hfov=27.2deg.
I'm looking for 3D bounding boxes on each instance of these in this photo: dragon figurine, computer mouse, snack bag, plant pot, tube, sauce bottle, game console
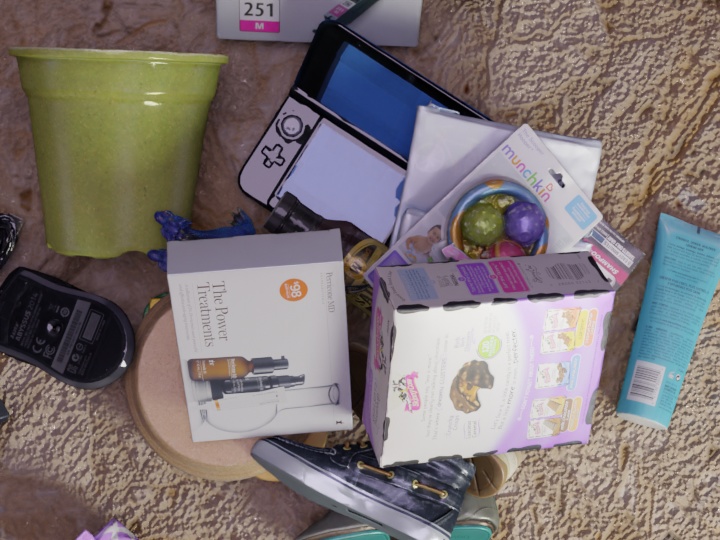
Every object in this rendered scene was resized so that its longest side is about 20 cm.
[{"bbox_3d":[-0.095,0.001,1.334,0.199,0.100,0.059,29,120,1],"label":"dragon figurine"},{"bbox_3d":[-0.293,0.044,1.415,0.199,0.053,0.139,26,88,15],"label":"computer mouse"},{"bbox_3d":[0.123,-0.039,1.352,0.187,0.021,0.202,10,98,-10],"label":"snack bag"},{"bbox_3d":[-0.222,-0.109,1.371,0.198,0.200,0.186,1,98,-1],"label":"plant pot"},{"bbox_3d":[0.297,0.050,1.433,0.077,0.050,0.202,19,81,-4],"label":"tube"},{"bbox_3d":[0.000,0.000,1.394,0.199,0.066,0.066,33,86,-5],"label":"sauce bottle"},{"bbox_3d":[0.004,-0.104,1.398,0.199,0.118,0.171,32,86,1],"label":"game console"}]

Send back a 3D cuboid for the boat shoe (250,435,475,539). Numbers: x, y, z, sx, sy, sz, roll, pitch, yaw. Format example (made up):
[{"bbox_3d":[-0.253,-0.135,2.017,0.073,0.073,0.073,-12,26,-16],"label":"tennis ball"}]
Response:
[{"bbox_3d":[0.004,0.178,1.362,0.199,0.071,0.091,24,72,10],"label":"boat shoe"}]

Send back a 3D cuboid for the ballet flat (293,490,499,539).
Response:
[{"bbox_3d":[0.031,0.232,1.412,0.198,0.068,0.064,-6,59,-3],"label":"ballet flat"}]

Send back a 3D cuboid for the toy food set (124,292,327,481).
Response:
[{"bbox_3d":[-0.124,0.099,1.416,0.198,0.049,0.200,2,86,-1],"label":"toy food set"}]

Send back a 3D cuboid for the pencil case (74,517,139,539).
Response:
[{"bbox_3d":[-0.191,0.320,1.381,0.200,0.086,0.084,42,84,2],"label":"pencil case"}]

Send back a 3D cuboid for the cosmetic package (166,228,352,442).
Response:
[{"bbox_3d":[-0.085,0.060,1.310,0.149,0.052,0.201,-6,130,-3],"label":"cosmetic package"}]

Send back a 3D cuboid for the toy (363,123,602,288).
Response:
[{"bbox_3d":[0.113,-0.019,1.319,0.200,0.047,0.115,-42,104,2],"label":"toy"}]

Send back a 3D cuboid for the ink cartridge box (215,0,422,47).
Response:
[{"bbox_3d":[-0.038,-0.293,1.390,0.198,0.174,0.044,2,48,-1],"label":"ink cartridge box"}]

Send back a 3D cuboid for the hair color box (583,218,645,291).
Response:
[{"bbox_3d":[0.169,0.033,1.422,0.100,0.061,0.200,39,87,1],"label":"hair color box"}]

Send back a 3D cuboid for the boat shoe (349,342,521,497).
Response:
[{"bbox_3d":[0.064,0.133,1.412,0.199,0.065,0.072,35,123,14],"label":"boat shoe"}]

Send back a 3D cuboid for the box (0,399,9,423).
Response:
[{"bbox_3d":[-0.464,0.106,1.358,0.199,0.117,0.198,-32,87,6],"label":"box"}]

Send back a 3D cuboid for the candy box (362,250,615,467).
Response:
[{"bbox_3d":[0.107,0.076,1.300,0.198,0.072,0.169,-4,123,-14],"label":"candy box"}]
